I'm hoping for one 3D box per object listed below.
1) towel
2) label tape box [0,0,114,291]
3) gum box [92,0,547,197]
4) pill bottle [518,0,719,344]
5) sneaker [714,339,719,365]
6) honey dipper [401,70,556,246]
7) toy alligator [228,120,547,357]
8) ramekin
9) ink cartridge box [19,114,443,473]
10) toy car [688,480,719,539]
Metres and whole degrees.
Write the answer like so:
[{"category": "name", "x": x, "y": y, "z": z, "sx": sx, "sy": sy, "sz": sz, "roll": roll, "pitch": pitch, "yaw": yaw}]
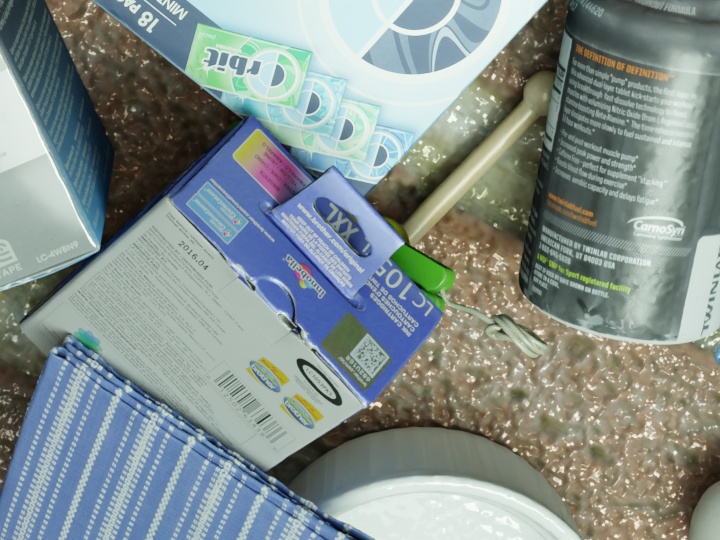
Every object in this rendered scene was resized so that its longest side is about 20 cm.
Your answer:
[{"category": "towel", "x": -0.086, "y": 0.135, "z": 1.324, "sx": 0.200, "sy": 0.024, "sz": 0.145, "roll": 33, "pitch": 128, "yaw": 13}, {"category": "label tape box", "x": -0.185, "y": -0.107, "z": 1.263, "sx": 0.066, "sy": 0.143, "sz": 0.200, "roll": -23, "pitch": 109, "yaw": 6}, {"category": "gum box", "x": -0.001, "y": -0.156, "z": 1.249, "sx": 0.170, "sy": 0.045, "sz": 0.200, "roll": 38, "pitch": 108, "yaw": -18}, {"category": "pill bottle", "x": 0.143, "y": -0.074, "z": 1.305, "sx": 0.106, "sy": 0.106, "sz": 0.201, "roll": 8, "pitch": 110, "yaw": -4}, {"category": "sneaker", "x": 0.221, "y": -0.010, "z": 1.295, "sx": 0.147, "sy": 0.080, "sz": 0.200, "roll": -49, "pitch": 136, "yaw": -19}, {"category": "honey dipper", "x": 0.031, "y": -0.025, "z": 1.358, "sx": 0.038, "sy": 0.038, "sz": 0.200, "roll": 42, "pitch": 102, "yaw": -15}, {"category": "toy alligator", "x": 0.000, "y": 0.000, "z": 1.317, "sx": 0.200, "sy": 0.059, "sz": 0.054, "roll": 38, "pitch": 98, "yaw": 21}, {"category": "ramekin", "x": 0.031, "y": 0.178, "z": 1.400, "sx": 0.200, "sy": 0.098, "sz": 0.201, "roll": -1, "pitch": 111, "yaw": -2}, {"category": "ink cartridge box", "x": -0.056, "y": 0.019, "z": 1.286, "sx": 0.136, "sy": 0.076, "sz": 0.200, "roll": 46, "pitch": 143, "yaw": -6}, {"category": "toy car", "x": 0.277, "y": 0.167, "z": 1.372, "sx": 0.200, "sy": 0.150, "sz": 0.175, "roll": -32, "pitch": 71, "yaw": 46}]
